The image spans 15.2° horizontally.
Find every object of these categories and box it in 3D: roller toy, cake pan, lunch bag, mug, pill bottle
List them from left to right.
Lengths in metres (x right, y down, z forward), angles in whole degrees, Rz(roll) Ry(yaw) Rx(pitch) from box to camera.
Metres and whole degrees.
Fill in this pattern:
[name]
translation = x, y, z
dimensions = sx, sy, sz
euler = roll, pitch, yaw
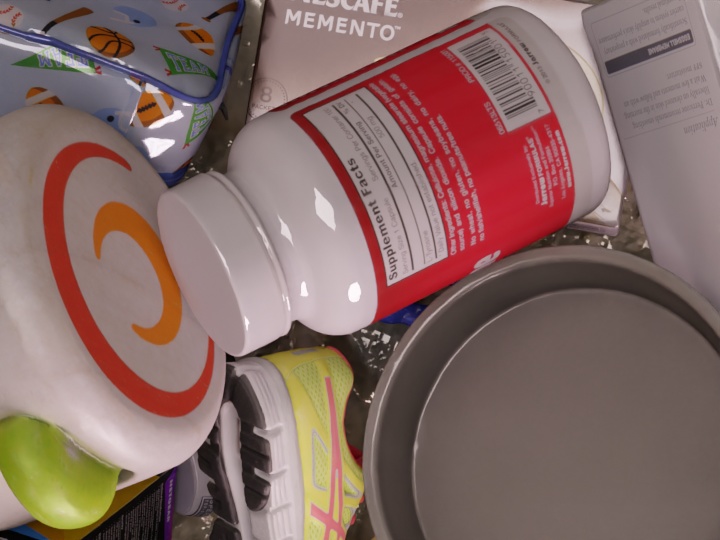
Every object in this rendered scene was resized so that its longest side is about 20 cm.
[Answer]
[roller toy]
translation = -0.164, 0.024, 1.287
dimensions = 0.139, 0.200, 0.183
euler = -22, 98, 24
[lunch bag]
translation = -0.155, -0.125, 1.388
dimensions = 0.199, 0.161, 0.076
euler = 22, 121, -8
[pill bottle]
translation = 0.010, -0.039, 1.283
dimensions = 0.199, 0.112, 0.113
euler = -26, 86, -19
[mug]
translation = 0.068, 0.148, 1.376
dimensions = 0.186, 0.149, 0.154
euler = -29, 79, -1
[cake pan]
translation = 0.100, 0.089, 1.291
dimensions = 0.199, 0.037, 0.202
euler = -4, 77, 19

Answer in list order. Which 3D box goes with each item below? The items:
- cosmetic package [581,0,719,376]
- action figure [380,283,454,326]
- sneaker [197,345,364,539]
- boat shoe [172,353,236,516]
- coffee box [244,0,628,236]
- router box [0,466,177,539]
[cosmetic package]
translation = 0.243, -0.064, 1.327
dimensions = 0.198, 0.123, 0.201
euler = -17, 91, -23
[action figure]
translation = 0.000, 0.000, 1.392
dimensions = 0.199, 0.099, 0.066
euler = 14, 89, -1
[sneaker]
translation = -0.030, 0.127, 1.389
dimensions = 0.078, 0.090, 0.201
euler = 27, 128, 38
[boat shoe]
translation = -0.096, 0.031, 1.437
dimensions = 0.056, 0.069, 0.201
euler = -12, 81, -28
[coffee box]
translation = 0.046, -0.091, 1.408
dimensions = 0.199, 0.080, 0.115
euler = 10, 89, 5
[router box]
translation = -0.214, 0.122, 1.377
dimensions = 0.199, 0.149, 0.051
euler = 12, 111, 19
